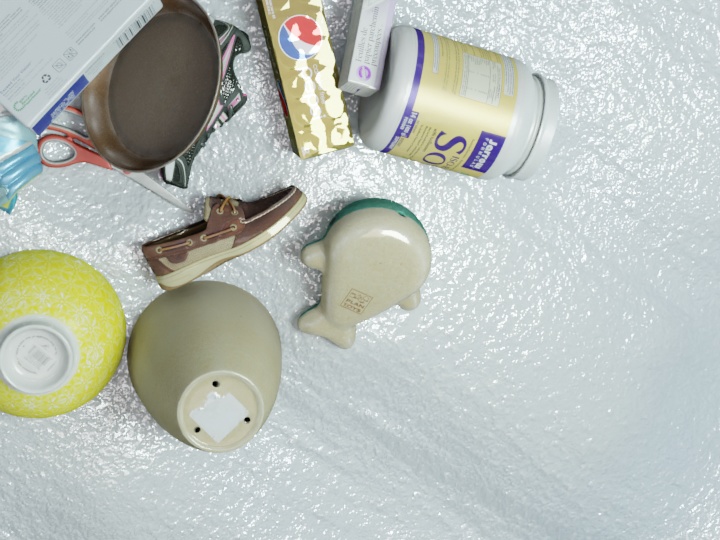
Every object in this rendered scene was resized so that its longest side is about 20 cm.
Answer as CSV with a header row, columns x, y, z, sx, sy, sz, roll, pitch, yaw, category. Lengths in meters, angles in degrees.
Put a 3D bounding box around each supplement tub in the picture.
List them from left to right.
x,y,z,sx,sy,sz,roll,pitch,yaw,category
0.110,-0.186,1.377,0.199,0.145,0.146,14,100,-15,supplement tub

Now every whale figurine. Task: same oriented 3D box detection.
x,y,z,sx,sy,sz,roll,pitch,yaw,category
0.000,0.000,1.437,0.159,0.104,0.200,22,122,-16,whale figurine

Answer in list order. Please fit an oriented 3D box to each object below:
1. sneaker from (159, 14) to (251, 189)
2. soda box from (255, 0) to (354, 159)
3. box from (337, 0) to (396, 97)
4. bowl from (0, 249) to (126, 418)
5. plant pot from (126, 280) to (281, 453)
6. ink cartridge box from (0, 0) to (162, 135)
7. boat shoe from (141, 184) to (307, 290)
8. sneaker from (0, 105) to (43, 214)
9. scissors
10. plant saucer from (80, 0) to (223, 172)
x,y,z,sx,sy,sz,roll,pitch,yaw,category
-0.171,-0.185,1.351,0.086,0.080,0.201,12,101,-16,sneaker
-0.064,-0.233,1.370,0.067,0.064,0.201,-16,107,-8,soda box
0.015,-0.297,1.351,0.039,0.041,0.201,13,80,-16,box
-0.364,0.085,1.359,0.199,0.108,0.201,-3,105,-12,bowl
-0.167,0.127,1.364,0.187,0.200,0.188,-3,105,-12,plant pot
-0.348,-0.277,1.279,0.200,0.041,0.200,42,83,9,ink cartridge box
-0.159,-0.054,1.391,0.200,0.072,0.072,-28,109,2,boat shoe
-0.441,-0.112,1.310,0.199,0.080,0.131,-16,105,-7,sneaker
-0.274,-0.128,1.375,0.199,0.014,0.073,19,98,-15,scissors
-0.220,-0.202,1.302,0.032,0.200,0.201,12,104,-56,plant saucer
